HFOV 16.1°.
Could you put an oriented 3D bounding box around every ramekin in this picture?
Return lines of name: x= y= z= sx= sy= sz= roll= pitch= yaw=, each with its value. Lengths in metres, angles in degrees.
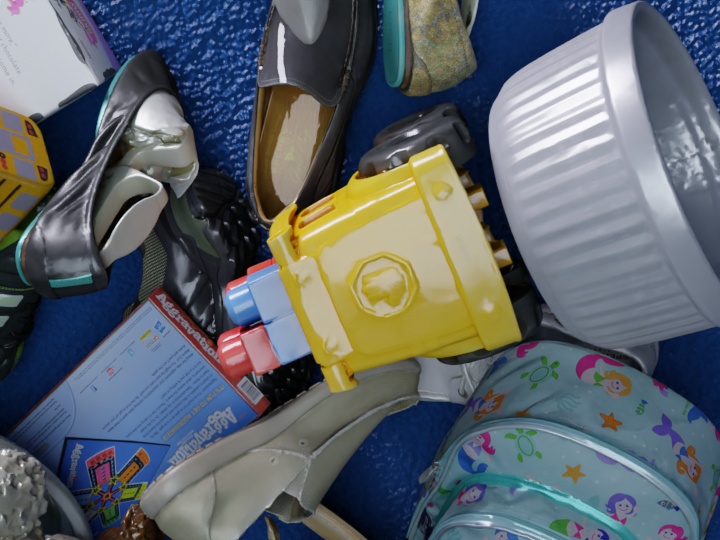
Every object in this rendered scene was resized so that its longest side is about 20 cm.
ramekin: x=0.157 y=-0.049 z=1.523 sx=0.104 sy=0.200 sz=0.201 roll=-20 pitch=99 yaw=20

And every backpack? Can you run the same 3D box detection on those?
backpack: x=0.124 y=0.146 z=1.552 sx=0.177 sy=0.151 sz=0.201 roll=27 pitch=134 yaw=3

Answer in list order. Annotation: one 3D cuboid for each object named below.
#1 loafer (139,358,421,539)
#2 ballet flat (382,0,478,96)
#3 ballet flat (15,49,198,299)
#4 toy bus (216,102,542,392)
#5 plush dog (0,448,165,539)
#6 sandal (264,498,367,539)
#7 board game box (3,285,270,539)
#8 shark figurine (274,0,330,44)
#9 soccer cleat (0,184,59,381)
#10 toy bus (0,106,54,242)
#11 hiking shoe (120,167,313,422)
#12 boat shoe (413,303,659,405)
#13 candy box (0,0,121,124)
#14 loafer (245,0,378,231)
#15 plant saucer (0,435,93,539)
loafer: x=-0.040 y=0.117 z=1.564 sx=0.199 sy=0.076 sz=0.069 roll=-28 pitch=85 yaw=-21
ballet flat: x=0.041 y=-0.209 z=1.572 sx=0.070 sy=0.071 sz=0.202 roll=-3 pitch=101 yaw=8
ballet flat: x=-0.140 y=-0.056 z=1.566 sx=0.068 sy=0.201 sz=0.068 roll=4 pitch=139 yaw=26
toy bus: x=0.000 y=0.000 z=1.537 sx=0.191 sy=0.200 sz=0.137 roll=-24 pitch=100 yaw=5
plush dog: x=-0.201 y=0.214 z=1.588 sx=0.200 sy=0.171 sz=0.162 roll=-48 pitch=49 yaw=49
sandal: x=-0.010 y=0.207 z=1.634 sx=0.211 sy=0.078 sz=0.070 roll=37 pitch=78 yaw=-16
board game box: x=-0.153 y=0.103 z=1.643 sx=0.103 sy=0.019 sz=0.200 roll=47 pitch=127 yaw=-2
shark figurine: x=-0.099 y=-0.233 z=1.560 sx=0.213 sy=0.089 sz=0.129 roll=21 pitch=82 yaw=24
soccer cleat: x=-0.235 y=0.019 z=1.656 sx=0.200 sy=0.068 sz=0.081 roll=-37 pitch=105 yaw=19
toy bus: x=-0.282 y=-0.020 z=1.585 sx=0.200 sy=0.078 sz=0.065 roll=-43 pitch=50 yaw=28
hiking shoe: x=-0.099 y=0.036 z=1.643 sx=0.100 sy=0.076 sz=0.202 roll=-12 pitch=101 yaw=29
boat shoe: x=0.088 y=0.053 z=1.613 sx=0.198 sy=0.069 sz=0.071 roll=-3 pitch=104 yaw=9
candy box: x=-0.280 y=-0.147 z=1.618 sx=0.199 sy=0.072 sz=0.169 roll=-28 pitch=97 yaw=13
loafer: x=-0.032 y=-0.120 z=1.591 sx=0.072 sy=0.072 sz=0.202 roll=7 pitch=102 yaw=8
plant saucer: x=-0.266 y=0.155 z=1.668 sx=0.198 sy=0.050 sz=0.201 roll=7 pitch=134 yaw=7
